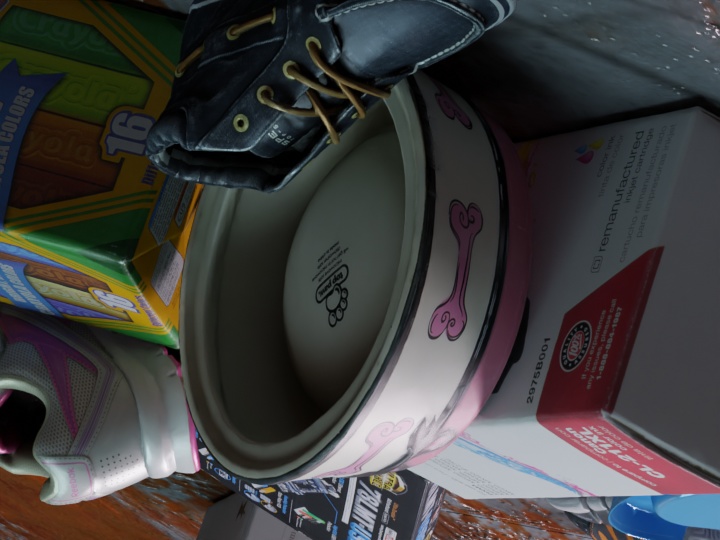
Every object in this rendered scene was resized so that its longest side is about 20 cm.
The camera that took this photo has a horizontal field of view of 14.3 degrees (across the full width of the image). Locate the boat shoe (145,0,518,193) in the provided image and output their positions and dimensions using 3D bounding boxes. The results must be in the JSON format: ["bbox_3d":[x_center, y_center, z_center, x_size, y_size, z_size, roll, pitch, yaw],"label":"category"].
[{"bbox_3d":[-0.012,-0.082,1.182,0.071,0.091,0.200,30,160,-30],"label":"boat shoe"}]

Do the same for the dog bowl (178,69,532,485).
[{"bbox_3d":[0.000,0.000,1.266,0.073,0.201,0.200,14,168,-32],"label":"dog bowl"}]

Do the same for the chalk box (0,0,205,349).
[{"bbox_3d":[-0.167,-0.060,1.361,0.199,0.125,0.124,14,162,13],"label":"chalk box"}]

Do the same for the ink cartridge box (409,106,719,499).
[{"bbox_3d":[0.095,0.020,1.278,0.083,0.147,0.200,28,161,-28],"label":"ink cartridge box"}]

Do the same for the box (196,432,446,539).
[{"bbox_3d":[-0.043,0.086,1.627,0.198,0.050,0.200,29,158,9],"label":"box"}]

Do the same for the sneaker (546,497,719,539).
[{"bbox_3d":[0.198,0.149,1.640,0.112,0.078,0.200,48,163,-25],"label":"sneaker"}]

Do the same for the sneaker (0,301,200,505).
[{"bbox_3d":[-0.161,0.047,1.423,0.200,0.088,0.082,38,143,48],"label":"sneaker"}]

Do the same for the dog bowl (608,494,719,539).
[{"bbox_3d":[0.221,0.106,1.476,0.199,0.050,0.111,8,157,-20],"label":"dog bowl"}]

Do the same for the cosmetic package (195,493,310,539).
[{"bbox_3d":[-0.033,0.276,2.146,0.199,0.168,0.166,24,163,-12],"label":"cosmetic package"}]

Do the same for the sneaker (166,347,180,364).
[{"bbox_3d":[-0.104,0.020,1.480,0.199,0.080,0.095,18,-168,30],"label":"sneaker"}]
